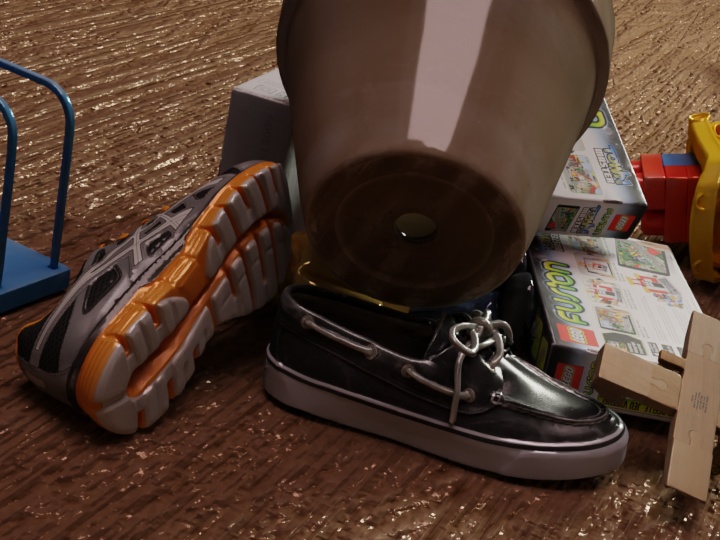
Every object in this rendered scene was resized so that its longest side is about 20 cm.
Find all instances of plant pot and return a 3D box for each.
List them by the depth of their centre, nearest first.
[{"bbox_3d":[0.041,-0.082,0.765,0.198,0.201,0.174,11,48,-2],"label":"plant pot"}]

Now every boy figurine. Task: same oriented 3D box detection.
[{"bbox_3d":[0.000,0.000,0.835,0.198,0.065,0.125,13,31,-5],"label":"boy figurine"}]

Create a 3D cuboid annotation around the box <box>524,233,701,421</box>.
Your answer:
[{"bbox_3d":[0.157,0.027,0.868,0.109,0.035,0.200,11,23,-3],"label":"box"}]

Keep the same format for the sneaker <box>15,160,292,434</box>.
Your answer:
[{"bbox_3d":[-0.102,0.000,0.726,0.077,0.079,0.200,11,38,28],"label":"sneaker"}]

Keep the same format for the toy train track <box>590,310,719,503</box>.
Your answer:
[{"bbox_3d":[0.213,0.094,0.740,0.199,0.033,0.115,23,53,-3],"label":"toy train track"}]

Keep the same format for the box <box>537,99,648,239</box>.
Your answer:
[{"bbox_3d":[0.117,-0.110,0.956,0.109,0.035,0.201,5,48,-19],"label":"box"}]

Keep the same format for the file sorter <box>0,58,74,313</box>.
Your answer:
[{"bbox_3d":[-0.264,-0.044,0.726,0.138,0.124,0.200,23,25,24],"label":"file sorter"}]

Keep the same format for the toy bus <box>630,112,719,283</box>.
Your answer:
[{"bbox_3d":[0.291,-0.047,1.028,0.190,0.137,0.200,0,25,4],"label":"toy bus"}]

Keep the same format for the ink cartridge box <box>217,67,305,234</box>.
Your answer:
[{"bbox_3d":[-0.038,-0.088,0.963,0.050,0.110,0.200,18,23,13],"label":"ink cartridge box"}]

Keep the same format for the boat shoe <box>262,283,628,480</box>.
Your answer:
[{"bbox_3d":[0.049,0.052,0.729,0.198,0.069,0.074,17,23,9],"label":"boat shoe"}]
